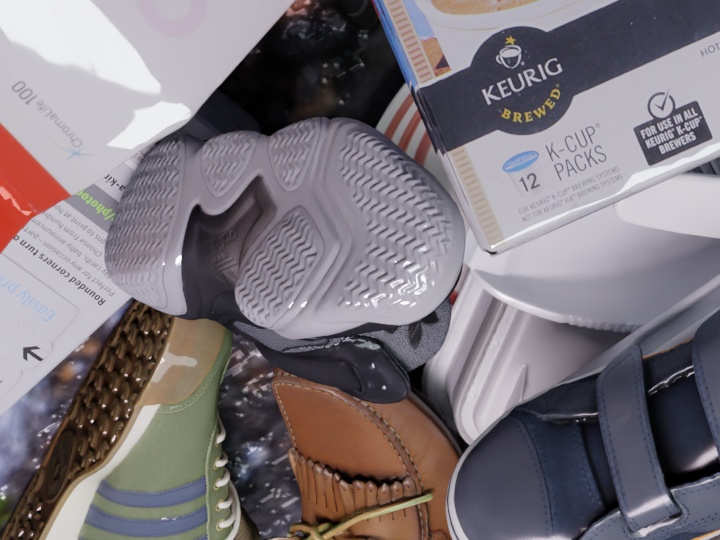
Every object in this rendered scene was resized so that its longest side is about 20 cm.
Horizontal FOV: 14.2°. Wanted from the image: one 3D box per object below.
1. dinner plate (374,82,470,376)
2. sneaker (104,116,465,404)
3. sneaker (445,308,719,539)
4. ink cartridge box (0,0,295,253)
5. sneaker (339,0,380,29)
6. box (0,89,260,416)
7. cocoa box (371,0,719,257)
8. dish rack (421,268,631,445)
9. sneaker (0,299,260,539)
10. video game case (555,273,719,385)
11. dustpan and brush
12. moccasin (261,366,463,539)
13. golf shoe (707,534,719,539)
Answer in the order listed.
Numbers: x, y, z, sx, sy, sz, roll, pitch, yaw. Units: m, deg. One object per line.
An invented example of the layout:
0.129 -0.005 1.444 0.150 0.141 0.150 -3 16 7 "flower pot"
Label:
0.095 -0.031 1.144 0.199 0.024 0.201 -3 124 -5 "dinner plate"
0.000 0.000 1.023 0.114 0.200 0.076 26 80 -32 "sneaker"
0.125 0.053 1.009 0.199 0.079 0.079 -15 157 -3 "sneaker"
-0.134 -0.091 1.001 0.200 0.057 0.163 -51 118 -13 "ink cartridge box"
0.081 -0.120 1.040 0.199 0.070 0.100 -1 106 3 "sneaker"
-0.159 -0.027 1.101 0.156 0.041 0.200 38 111 -27 "box"
0.104 -0.104 0.929 0.199 0.133 0.132 -23 90 4 "cocoa box"
0.131 0.011 1.139 0.171 0.044 0.201 14 121 -15 "dish rack"
-0.078 0.088 1.177 0.090 0.067 0.201 18 125 -20 "sneaker"
0.204 0.038 1.088 0.199 0.023 0.182 20 140 -32 "video game case"
0.153 -0.024 1.054 0.199 0.057 0.140 8 125 -22 "dustpan and brush"
0.003 0.108 1.182 0.073 0.078 0.202 19 144 28 "moccasin"
0.068 0.114 1.108 0.200 0.078 0.094 -31 136 18 "golf shoe"
